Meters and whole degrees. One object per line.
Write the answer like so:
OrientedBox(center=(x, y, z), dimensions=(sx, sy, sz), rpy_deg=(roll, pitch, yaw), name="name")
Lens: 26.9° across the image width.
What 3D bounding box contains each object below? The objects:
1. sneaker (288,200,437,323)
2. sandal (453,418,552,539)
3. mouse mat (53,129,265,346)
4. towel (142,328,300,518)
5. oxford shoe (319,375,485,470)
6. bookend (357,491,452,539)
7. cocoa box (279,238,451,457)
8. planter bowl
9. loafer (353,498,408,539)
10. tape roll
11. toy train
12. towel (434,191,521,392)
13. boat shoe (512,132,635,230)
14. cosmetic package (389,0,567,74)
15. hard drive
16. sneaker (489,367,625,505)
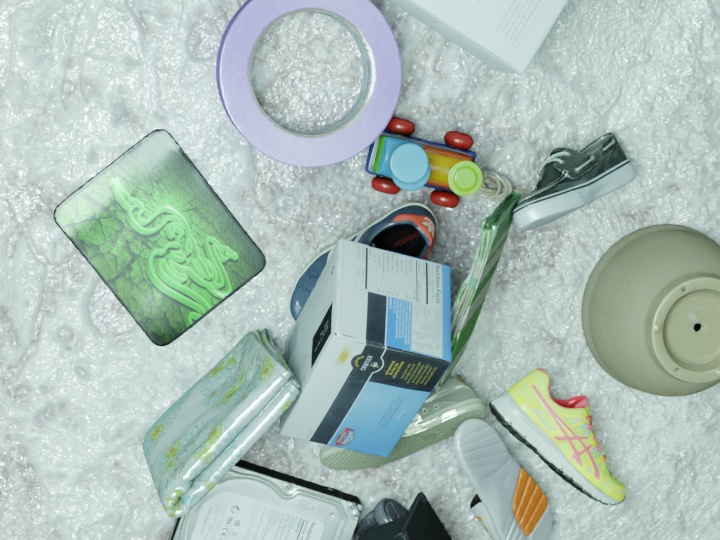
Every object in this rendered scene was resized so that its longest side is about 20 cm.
OrientedBox(center=(0.000, 0.000, 1.666), dimensions=(0.200, 0.085, 0.075), rpy_deg=(-40, 105, 11), name="sneaker")
OrientedBox(center=(0.156, 0.250, 1.753), dimensions=(0.079, 0.059, 0.207), rpy_deg=(-41, 115, -25), name="sandal")
OrientedBox(center=(-0.222, -0.035, 1.674), dimensions=(0.161, 0.008, 0.200), rpy_deg=(-38, 104, -1), name="mouse mat")
OrientedBox(center=(-0.154, 0.158, 1.633), dimensions=(0.048, 0.171, 0.200), rpy_deg=(43, 91, -19), name="towel")
OrientedBox(center=(0.045, 0.176, 1.728), dimensions=(0.199, 0.075, 0.058), rpy_deg=(-22, 61, 3), name="oxford shoe")
OrientedBox(center=(0.029, 0.385, 1.701), dimensions=(0.198, 0.092, 0.201), rpy_deg=(-25, 102, 25), name="bookend")
OrientedBox(center=(0.005, 0.087, 1.616), dimensions=(0.130, 0.134, 0.200), rpy_deg=(13, 140, -14), name="cocoa box")
OrientedBox(center=(0.365, 0.056, 1.716), dimensions=(0.198, 0.135, 0.202), rpy_deg=(-1, 100, -8), name="planter bowl")
OrientedBox(center=(0.076, 0.352, 1.762), dimensions=(0.063, 0.072, 0.200), rpy_deg=(-41, 98, 23), name="loafer")
OrientedBox(center=(-0.057, -0.215, 1.640), dimensions=(0.198, 0.066, 0.202), rpy_deg=(-2, 99, -10), name="tape roll")
OrientedBox(center=(0.112, -0.106, 1.658), dimensions=(0.198, 0.116, 0.085), rpy_deg=(12, 98, -11), name="toy train")
OrientedBox(center=(0.123, 0.021, 1.650), dimensions=(0.023, 0.153, 0.201), rpy_deg=(22, 110, 10), name="towel")
OrientedBox(center=(0.227, -0.101, 1.674), dimensions=(0.199, 0.072, 0.071), rpy_deg=(-26, 90, -45), name="boat shoe")
OrientedBox(center=(0.133, -0.348, 1.618), dimensions=(0.199, 0.123, 0.200), rpy_deg=(31, 93, -11), name="cosmetic package")
OrientedBox(center=(-0.112, 0.300, 1.731), dimensions=(0.199, 0.038, 0.141), rpy_deg=(20, 96, -12), name="hard drive")
OrientedBox(center=(0.247, 0.193, 1.751), dimensions=(0.200, 0.078, 0.090), rpy_deg=(43, 84, -15), name="sneaker")
